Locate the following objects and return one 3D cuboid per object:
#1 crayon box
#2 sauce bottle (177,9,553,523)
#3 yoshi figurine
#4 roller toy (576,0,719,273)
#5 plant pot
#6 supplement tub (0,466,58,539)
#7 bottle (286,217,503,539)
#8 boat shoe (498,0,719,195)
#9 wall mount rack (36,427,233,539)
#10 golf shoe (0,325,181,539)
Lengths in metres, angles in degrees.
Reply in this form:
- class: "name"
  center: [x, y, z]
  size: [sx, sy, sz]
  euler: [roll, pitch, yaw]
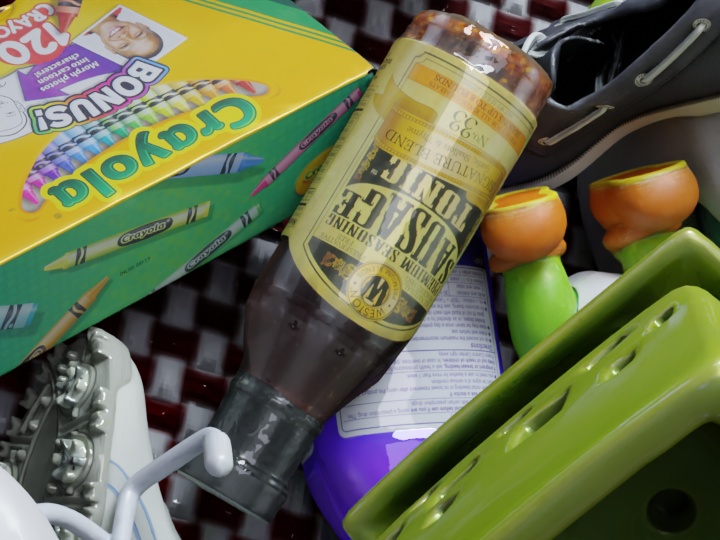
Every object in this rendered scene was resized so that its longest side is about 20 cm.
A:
- class: "crayon box"
  center: [-0.106, -0.047, 0.984]
  size: [0.200, 0.058, 0.119]
  euler: [-30, 54, -29]
- class: "sauce bottle"
  center: [0.000, 0.000, 0.967]
  size: [0.066, 0.066, 0.200]
  euler: [29, 83, -10]
- class: "yoshi figurine"
  center: [0.108, 0.063, 1.004]
  size: [0.112, 0.112, 0.200]
  euler: [-21, 101, -55]
- class: "roller toy"
  center: [0.199, -0.046, 1.092]
  size: [0.200, 0.140, 0.183]
  euler: [1, 71, -23]
- class: "plant pot"
  center: [0.106, 0.116, 0.863]
  size: [0.199, 0.200, 0.182]
  euler: [44, 18, -13]
- class: "supplement tub"
  center: [-0.178, 0.136, 0.830]
  size: [0.140, 0.200, 0.140]
  euler: [8, 68, -20]
- class: "bottle"
  center: [0.018, 0.066, 1.016]
  size: [0.083, 0.065, 0.200]
  euler: [-2, 72, -16]
- class: "boat shoe"
  center: [0.086, -0.084, 1.025]
  size: [0.063, 0.200, 0.073]
  euler: [29, 56, -39]
- class: "wall mount rack"
  center: [-0.032, 0.152, 0.876]
  size: [0.200, 0.075, 0.174]
  euler: [42, 29, -29]
- class: "golf shoe"
  center: [-0.088, 0.124, 0.958]
  size: [0.097, 0.078, 0.200]
  euler: [13, 71, -35]
